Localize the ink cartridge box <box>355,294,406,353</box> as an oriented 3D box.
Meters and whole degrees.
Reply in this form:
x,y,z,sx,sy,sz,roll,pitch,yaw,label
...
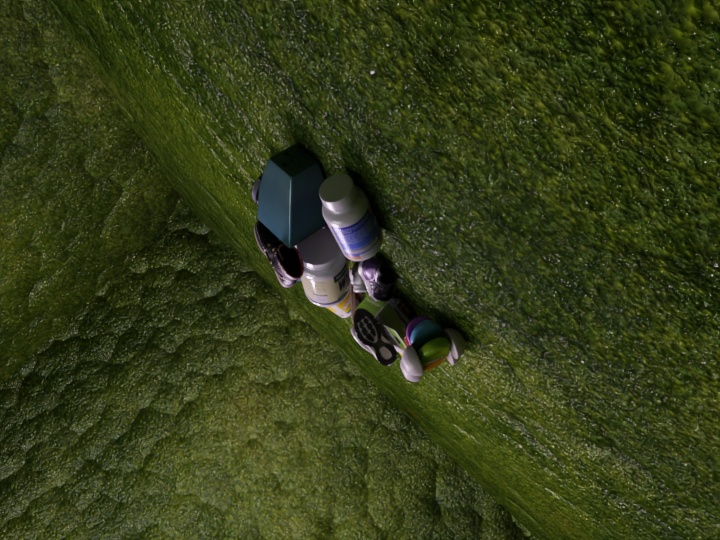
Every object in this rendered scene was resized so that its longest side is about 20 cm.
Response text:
x,y,z,sx,sy,sz,roll,pitch,yaw,label
0.095,0.167,1.739,0.198,0.076,0.149,24,154,51,ink cartridge box

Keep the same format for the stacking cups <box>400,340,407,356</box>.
x,y,z,sx,sy,sz,roll,pitch,yaw,label
0.108,0.217,2.060,0.201,0.060,0.061,49,166,1,stacking cups

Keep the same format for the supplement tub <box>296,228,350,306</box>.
x,y,z,sx,sy,sz,roll,pitch,yaw,label
-0.105,-0.007,1.648,0.144,0.145,0.202,37,156,27,supplement tub

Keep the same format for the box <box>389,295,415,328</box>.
x,y,z,sx,sy,sz,roll,pitch,yaw,label
0.138,0.158,1.823,0.201,0.040,0.136,53,164,-26,box

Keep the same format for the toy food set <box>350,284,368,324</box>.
x,y,z,sx,sy,sz,roll,pitch,yaw,label
0.025,0.145,1.900,0.145,0.059,0.203,56,-160,-38,toy food set

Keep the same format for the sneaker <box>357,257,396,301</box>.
x,y,z,sx,sy,sz,roll,pitch,yaw,label
0.064,0.038,1.632,0.086,0.077,0.201,18,159,32,sneaker

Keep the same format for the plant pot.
x,y,z,sx,sy,sz,roll,pitch,yaw,label
-0.168,-0.197,1.463,0.141,0.140,0.203,40,146,23,plant pot

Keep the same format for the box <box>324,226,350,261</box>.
x,y,z,sx,sy,sz,roll,pitch,yaw,label
-0.055,-0.103,1.643,0.156,0.041,0.200,48,165,-5,box

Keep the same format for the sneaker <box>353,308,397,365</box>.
x,y,z,sx,sy,sz,roll,pitch,yaw,label
0.031,0.186,1.697,0.202,0.076,0.089,59,177,-25,sneaker

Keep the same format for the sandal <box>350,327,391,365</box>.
x,y,z,sx,sy,sz,roll,pitch,yaw,label
0.042,0.220,1.784,0.202,0.050,0.083,41,-172,-38,sandal

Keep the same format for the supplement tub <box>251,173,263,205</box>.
x,y,z,sx,sy,sz,roll,pitch,yaw,label
-0.212,-0.182,1.655,0.201,0.122,0.123,48,169,25,supplement tub

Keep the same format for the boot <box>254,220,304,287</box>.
x,y,z,sx,sy,sz,roll,pitch,yaw,label
-0.216,-0.053,1.557,0.204,0.072,0.150,66,162,-2,boot

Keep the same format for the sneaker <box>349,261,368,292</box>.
x,y,z,sx,sy,sz,roll,pitch,yaw,label
0.000,0.000,1.743,0.200,0.073,0.091,-125,30,-76,sneaker

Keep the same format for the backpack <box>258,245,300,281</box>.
x,y,z,sx,sy,sz,roll,pitch,yaw,label
-0.246,-0.065,2.082,0.184,0.147,0.199,51,168,-22,backpack

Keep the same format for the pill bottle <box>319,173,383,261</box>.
x,y,z,sx,sy,sz,roll,pitch,yaw,label
-0.024,-0.123,1.343,0.111,0.112,0.202,34,162,36,pill bottle

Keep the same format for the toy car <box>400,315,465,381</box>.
x,y,z,sx,sy,sz,roll,pitch,yaw,label
0.182,0.201,1.591,0.201,0.171,0.153,85,162,-70,toy car

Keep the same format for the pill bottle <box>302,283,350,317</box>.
x,y,z,sx,sy,sz,roll,pitch,yaw,label
-0.105,0.072,2.048,0.198,0.115,0.112,35,172,-31,pill bottle
